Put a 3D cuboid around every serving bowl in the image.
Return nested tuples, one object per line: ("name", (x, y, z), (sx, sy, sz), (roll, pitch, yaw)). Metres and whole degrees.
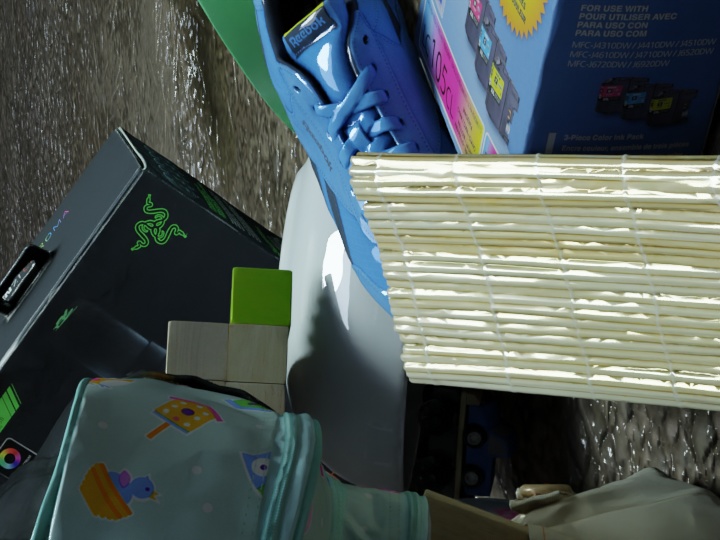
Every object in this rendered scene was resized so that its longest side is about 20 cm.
("serving bowl", (0.000, 0.000, 1.124), (0.200, 0.066, 0.200), (6, -90, -86))

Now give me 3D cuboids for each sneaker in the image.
("sneaker", (0.001, -0.057, 0.999), (0.078, 0.066, 0.200), (37, -154, -59))

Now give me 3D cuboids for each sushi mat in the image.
("sushi mat", (0.073, 0.003, 0.889), (0.200, 0.012, 0.096), (3, 117, 48))

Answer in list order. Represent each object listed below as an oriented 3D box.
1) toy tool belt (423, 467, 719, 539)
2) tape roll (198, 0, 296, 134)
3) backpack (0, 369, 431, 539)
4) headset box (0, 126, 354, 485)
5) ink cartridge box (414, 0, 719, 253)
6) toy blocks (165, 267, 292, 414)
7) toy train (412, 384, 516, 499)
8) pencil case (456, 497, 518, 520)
("toy tool belt", (0.077, 0.174, 0.905), (0.125, 0.123, 0.200), (-170, 76, -74))
("tape roll", (-0.052, -0.161, 1.188), (0.201, 0.048, 0.200), (60, -172, -15))
("backpack", (-0.058, 0.123, 0.811), (0.200, 0.153, 0.176), (79, -155, -78))
("headset box", (-0.096, 0.051, 1.243), (0.174, 0.200, 0.093), (-53, 20, 4))
("ink cartridge box", (0.083, -0.124, 0.907), (0.137, 0.076, 0.200), (-110, 23, -45))
("toy blocks", (-0.061, 0.115, 1.060), (0.137, 0.100, 0.200), (102, 170, -70))
("toy train", (0.053, 0.017, 1.106), (0.034, 0.046, 0.200), (-71, -14, -70))
("pencil case", (0.053, 0.197, 1.061), (0.083, 0.091, 0.200), (-143, 51, -70))
